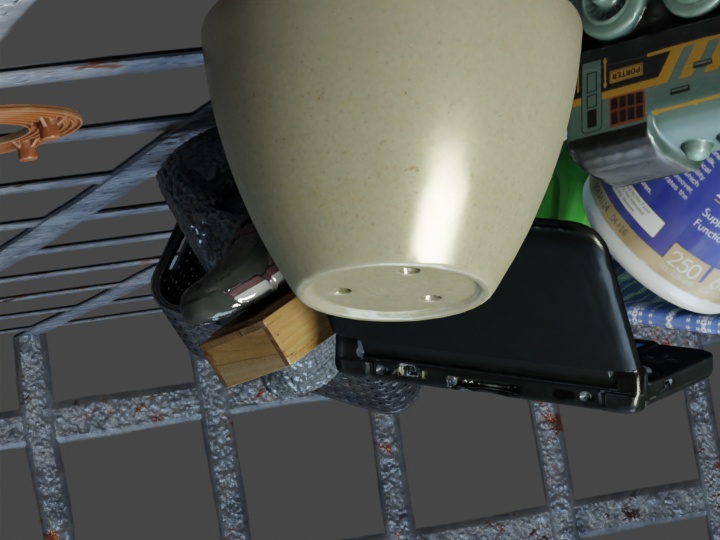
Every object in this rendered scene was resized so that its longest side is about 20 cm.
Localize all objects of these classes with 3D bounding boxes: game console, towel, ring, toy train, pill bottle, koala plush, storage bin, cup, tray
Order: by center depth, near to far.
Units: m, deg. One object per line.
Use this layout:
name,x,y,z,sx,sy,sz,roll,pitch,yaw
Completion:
cup,0.017,-0.056,1.365,0.199,0.144,0.200,-1,162,0
toy train,0.192,-0.114,1.404,0.199,0.115,0.085,-12,158,35
pill bottle,0.226,-0.081,1.507,0.115,0.116,0.200,-4,139,-52
game console,0.085,0.010,1.529,0.199,0.117,0.176,7,-168,30
towel,0.197,0.012,1.618,0.199,0.024,0.145,7,-168,26
tray,0.000,0.000,1.663,0.200,0.037,0.099,-34,-174,-28
ring,-0.272,-0.075,1.665,0.199,0.019,0.200,-9,175,-1
koala plush,-0.006,-0.023,1.807,0.199,0.178,0.184,-27,-152,-8
storage bin,-0.038,0.009,1.969,0.199,0.136,0.094,16,160,21

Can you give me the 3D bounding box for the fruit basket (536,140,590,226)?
fruit basket,0.202,-0.112,1.653,0.214,0.156,0.217,-16,134,-17

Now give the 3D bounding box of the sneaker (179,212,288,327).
sneaker,-0.059,-0.053,1.661,0.200,0.116,0.076,-36,-172,-37

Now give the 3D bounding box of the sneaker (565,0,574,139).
sneaker,0.111,-0.091,1.558,0.130,0.080,0.200,-12,153,-12
